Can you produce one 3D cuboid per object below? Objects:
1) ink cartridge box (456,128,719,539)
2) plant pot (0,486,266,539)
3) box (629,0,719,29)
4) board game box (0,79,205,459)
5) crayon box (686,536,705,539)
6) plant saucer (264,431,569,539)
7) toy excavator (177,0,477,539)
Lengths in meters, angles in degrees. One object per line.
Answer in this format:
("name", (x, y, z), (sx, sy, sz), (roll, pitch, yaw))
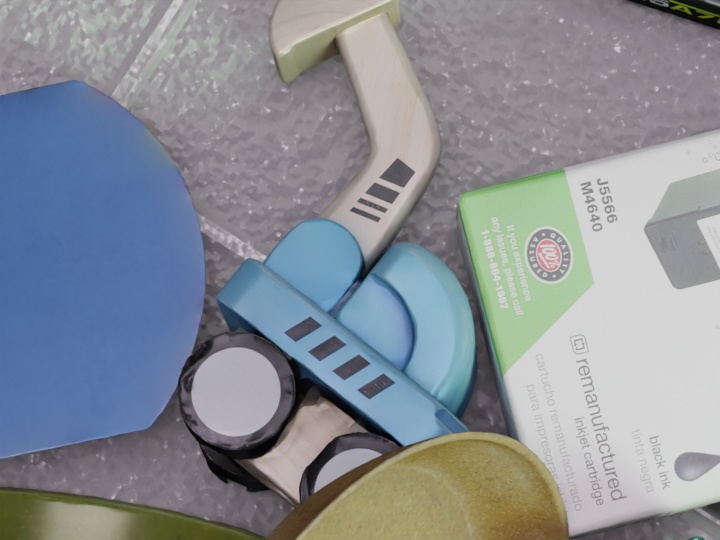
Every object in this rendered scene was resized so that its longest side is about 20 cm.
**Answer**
("ink cartridge box", (0.152, 0.018, 1.034), (0.199, 0.084, 0.146), (-15, 82, 0))
("plant pot", (-0.126, 0.197, 0.984), (0.199, 0.200, 0.191), (9, 96, 3))
("box", (0.186, -0.198, 1.081), (0.192, 0.048, 0.201), (19, 83, 2))
("board game box", (-0.162, 0.009, 1.069), (0.199, 0.039, 0.159), (-12, 72, 1))
("crayon box", (0.149, 0.207, 0.992), (0.058, 0.119, 0.201), (-25, 82, -2))
("plant saucer", (0.000, 0.145, 0.938), (0.035, 0.200, 0.201), (27, 83, 38))
("toy excavator", (0.000, 0.000, 1.039), (0.194, 0.100, 0.200), (38, 80, 12))
